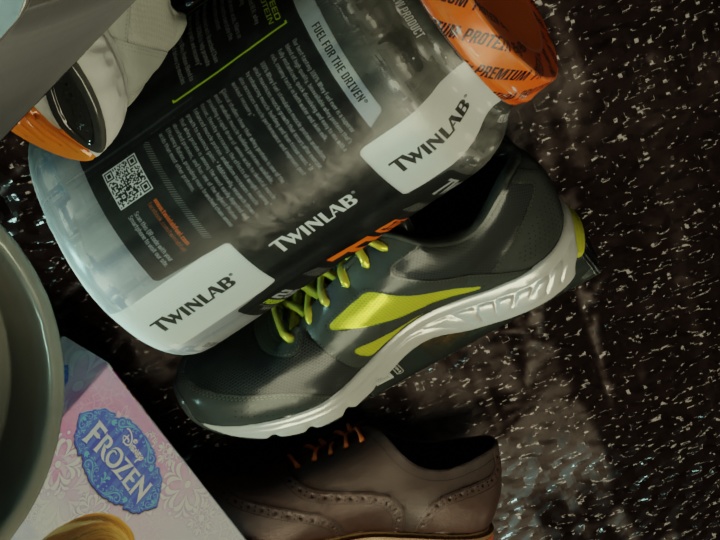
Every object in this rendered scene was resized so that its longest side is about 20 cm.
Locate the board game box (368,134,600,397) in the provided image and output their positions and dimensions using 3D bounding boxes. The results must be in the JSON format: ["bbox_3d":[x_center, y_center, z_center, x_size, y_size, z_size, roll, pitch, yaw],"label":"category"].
[{"bbox_3d":[0.016,-0.022,1.246,0.135,0.028,0.200,-28,143,11],"label":"board game box"}]

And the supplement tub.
[{"bbox_3d":[-0.026,-0.064,1.090,0.199,0.123,0.122,-33,142,19],"label":"supplement tub"}]

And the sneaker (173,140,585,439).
[{"bbox_3d":[0.000,0.000,1.194,0.199,0.075,0.085,-29,138,-2],"label":"sneaker"}]

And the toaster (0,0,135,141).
[{"bbox_3d":[-0.171,-0.121,0.884,0.200,0.181,0.119,-41,179,28],"label":"toaster"}]

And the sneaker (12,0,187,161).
[{"bbox_3d":[-0.118,-0.146,0.997,0.075,0.092,0.201,12,133,29],"label":"sneaker"}]

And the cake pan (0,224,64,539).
[{"bbox_3d":[-0.224,0.051,1.128,0.199,0.037,0.202,-3,98,-23],"label":"cake pan"}]

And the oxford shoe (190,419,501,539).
[{"bbox_3d":[-0.021,0.108,1.386,0.198,0.071,0.073,4,109,-23],"label":"oxford shoe"}]

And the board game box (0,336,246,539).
[{"bbox_3d":[-0.146,0.168,1.250,0.200,0.041,0.200,-49,134,-16],"label":"board game box"}]
